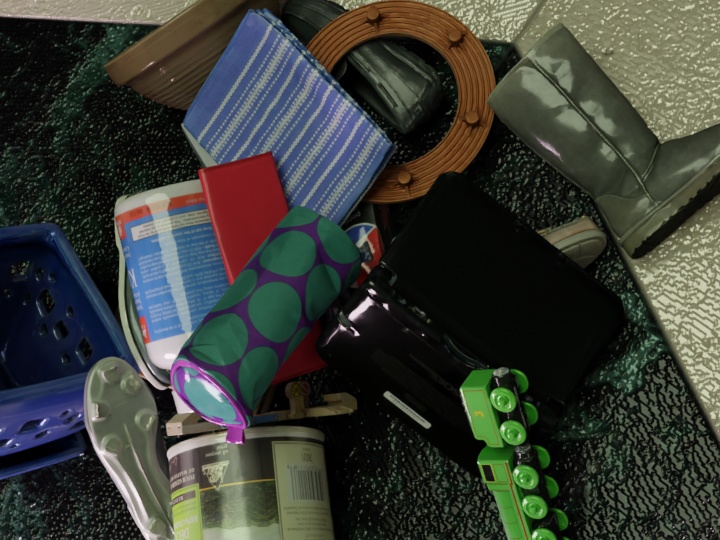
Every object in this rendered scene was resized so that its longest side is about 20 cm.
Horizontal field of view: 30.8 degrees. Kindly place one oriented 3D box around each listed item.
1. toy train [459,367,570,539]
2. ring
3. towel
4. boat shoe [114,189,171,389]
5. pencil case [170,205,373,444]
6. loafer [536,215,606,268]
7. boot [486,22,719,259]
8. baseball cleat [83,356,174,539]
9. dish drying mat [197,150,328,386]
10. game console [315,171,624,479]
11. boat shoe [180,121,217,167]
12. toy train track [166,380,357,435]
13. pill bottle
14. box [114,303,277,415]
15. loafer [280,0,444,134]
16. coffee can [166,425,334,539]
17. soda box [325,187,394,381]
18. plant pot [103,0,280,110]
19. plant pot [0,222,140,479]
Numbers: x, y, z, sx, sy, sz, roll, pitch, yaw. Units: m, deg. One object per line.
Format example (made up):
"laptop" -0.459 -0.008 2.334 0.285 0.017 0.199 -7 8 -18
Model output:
"toy train" 0.128 0.170 1.075 0.056 0.042 0.202 -5 113 32
"ring" 0.026 -0.160 1.207 0.198 0.019 0.203 -3 73 8
"towel" -0.071 -0.126 1.198 0.200 0.024 0.145 47 115 20
"boat shoe" -0.194 0.013 1.274 0.061 0.073 0.202 -17 70 18
"pencil case" -0.075 0.040 1.101 0.084 0.093 0.201 3 44 42
"loafer" 0.121 0.002 1.164 0.199 0.072 0.063 -34 58 16
"boot" 0.232 -0.135 1.135 0.181 0.072 0.201 -39 69 11
"baseball cleat" -0.215 0.176 1.228 0.069 0.106 0.202 -21 98 -22
"dish drying mat" -0.086 -0.001 1.175 0.018 0.076 0.202 -17 89 63
"game console" 0.091 0.051 1.124 0.199 0.117 0.176 37 136 -2
"boat shoe" -0.109 -0.092 1.283 0.065 0.074 0.201 -31 62 -7
"toy train track" -0.084 0.118 1.154 0.114 0.198 0.033 -11 84 47
"pill bottle" -0.152 0.026 1.205 0.111 0.112 0.203 -15 86 20
"box" -0.153 0.043 1.301 0.198 0.021 0.165 17 84 28
"loafer" -0.009 -0.201 1.269 0.200 0.068 0.070 37 75 24
"coffee can" -0.091 0.252 1.151 0.145 0.146 0.203 -14 71 20
"soda box" 0.000 0.000 1.215 0.063 0.071 0.203 -14 71 15
"plant pot" -0.148 -0.222 1.303 0.200 0.201 0.093 -31 104 14
"plant pot" -0.360 0.093 1.273 0.201 0.198 0.181 54 135 25
